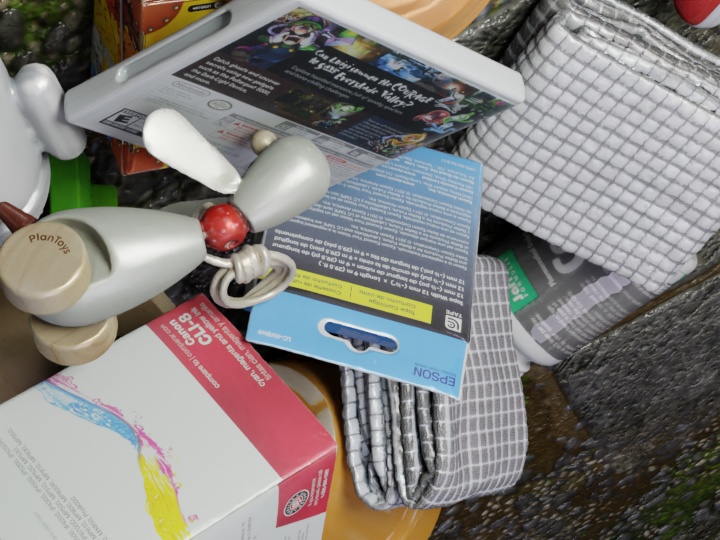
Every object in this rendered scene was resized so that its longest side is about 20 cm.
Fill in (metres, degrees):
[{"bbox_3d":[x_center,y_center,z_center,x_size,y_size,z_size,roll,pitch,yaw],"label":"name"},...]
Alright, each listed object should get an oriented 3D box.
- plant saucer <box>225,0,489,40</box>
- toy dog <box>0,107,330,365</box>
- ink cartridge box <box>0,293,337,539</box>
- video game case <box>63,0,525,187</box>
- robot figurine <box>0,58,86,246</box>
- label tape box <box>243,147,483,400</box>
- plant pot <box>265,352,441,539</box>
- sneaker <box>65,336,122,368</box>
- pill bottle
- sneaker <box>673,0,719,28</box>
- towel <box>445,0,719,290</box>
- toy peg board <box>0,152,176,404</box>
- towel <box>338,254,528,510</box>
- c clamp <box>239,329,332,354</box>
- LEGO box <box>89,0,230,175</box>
[{"bbox_3d":[0.009,-0.206,0.929,0.200,0.037,0.200,-9,113,-22],"label":"plant saucer"},{"bbox_3d":[-0.126,-0.031,0.948,0.200,0.096,0.132,-19,151,-33],"label":"toy dog"},{"bbox_3d":[-0.139,0.144,1.011,0.200,0.145,0.145,-30,152,-28],"label":"ink cartridge box"},{"bbox_3d":[-0.035,-0.100,0.957,0.182,0.023,0.200,-21,155,36],"label":"video game case"},{"bbox_3d":[-0.248,-0.076,0.962,0.169,0.113,0.200,-9,148,5],"label":"robot figurine"},{"bbox_3d":[0.000,0.000,1.097,0.143,0.200,0.066,15,141,-8],"label":"label tape box"},{"bbox_3d":[-0.051,0.150,1.315,0.200,0.200,0.183,-31,159,9],"label":"plant pot"},{"bbox_3d":[-0.176,0.112,1.167,0.078,0.070,0.200,8,146,-14],"label":"sneaker"},{"bbox_3d":[0.165,0.007,1.369,0.200,0.113,0.113,-37,146,16],"label":"pill bottle"},{"bbox_3d":[0.211,-0.237,1.085,0.112,0.071,0.200,-15,139,-24],"label":"sneaker"},{"bbox_3d":[0.181,-0.097,1.189,0.200,0.086,0.166,24,129,-15],"label":"towel"},{"bbox_3d":[-0.230,0.012,1.146,0.199,0.098,0.200,-14,150,11],"label":"toy peg board"},{"bbox_3d":[0.061,0.076,1.261,0.085,0.200,0.166,-4,178,30],"label":"towel"},{"bbox_3d":[-0.105,0.058,1.292,0.171,0.027,0.200,-21,171,26],"label":"c clamp"},{"bbox_3d":[-0.057,-0.149,1.022,0.200,0.077,0.149,-12,146,-21],"label":"LEGO box"}]
